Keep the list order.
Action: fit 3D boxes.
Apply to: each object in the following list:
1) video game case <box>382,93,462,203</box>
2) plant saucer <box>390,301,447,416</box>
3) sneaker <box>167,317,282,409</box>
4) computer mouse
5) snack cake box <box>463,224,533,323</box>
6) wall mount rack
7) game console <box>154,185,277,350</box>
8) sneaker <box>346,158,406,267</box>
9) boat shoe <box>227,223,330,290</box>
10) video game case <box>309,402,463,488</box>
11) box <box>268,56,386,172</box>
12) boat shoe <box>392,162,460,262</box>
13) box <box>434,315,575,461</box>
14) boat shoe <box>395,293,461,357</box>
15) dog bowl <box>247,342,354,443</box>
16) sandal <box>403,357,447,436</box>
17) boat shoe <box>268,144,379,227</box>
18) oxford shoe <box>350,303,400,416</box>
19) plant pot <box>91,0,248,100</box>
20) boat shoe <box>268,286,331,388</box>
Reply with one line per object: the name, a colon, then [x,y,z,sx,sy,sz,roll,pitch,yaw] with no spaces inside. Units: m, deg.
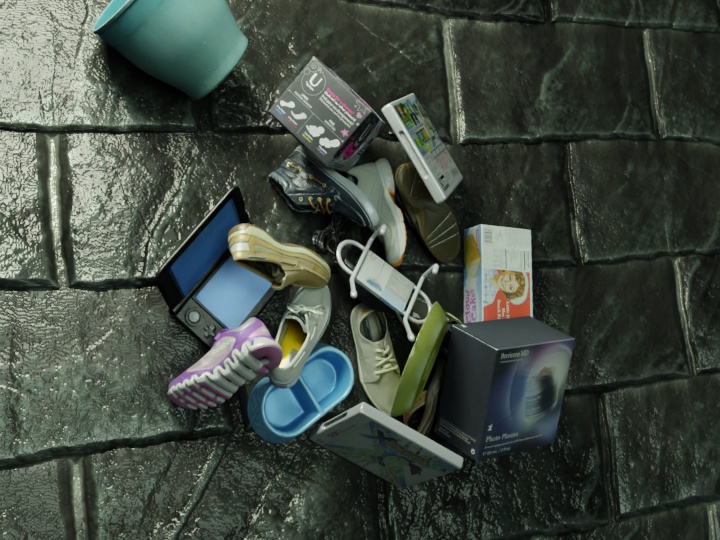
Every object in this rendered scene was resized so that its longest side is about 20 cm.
video game case: [0.113,-0.219,1.505,0.184,0.022,0.200,59,21,-6]
plant saucer: [0.102,0.151,1.408,0.031,0.201,0.203,21,71,11]
sneaker: [-0.214,0.141,1.334,0.198,0.089,0.081,-30,140,10]
computer mouse: [0.000,0.000,1.457,0.200,0.053,0.139,46,33,-2]
snack cake box: [0.255,0.024,1.586,0.113,0.067,0.205,5,80,-25]
wall mount rack: [0.046,0.026,1.375,0.199,0.074,0.175,36,50,-12]
game console: [-0.209,0.005,1.354,0.176,0.116,0.201,44,68,-12]
sneaker: [0.023,-0.096,1.496,0.090,0.076,0.204,-9,67,-9]
boat shoe: [-0.127,0.000,1.354,0.198,0.071,0.077,22,45,-35]
video game case: [0.038,0.288,1.387,0.198,0.182,0.022,31,55,-16]
box: [-0.046,-0.247,1.392,0.132,0.200,0.115,42,99,4]
boat shoe: [0.116,-0.108,1.544,0.071,0.066,0.203,-35,113,-8]
box: [0.247,0.197,1.469,0.197,0.122,0.203,-4,108,-36]
boat shoe: [0.148,0.106,1.528,0.200,0.060,0.072,39,70,-14]
dog bowl: [-0.093,0.201,1.413,0.199,0.049,0.113,-35,97,-24]
sandal: [0.105,0.236,1.485,0.054,0.082,0.203,17,63,10]
boat shoe: [-0.063,-0.120,1.441,0.200,0.071,0.091,41,73,19]
oxford shoe: [0.032,0.154,1.473,0.074,0.058,0.204,-16,90,-27]
plant pot: [-0.285,-0.383,1.349,0.188,0.198,0.202,43,67,-29]
boat shoe: [-0.100,0.084,1.385,0.073,0.087,0.204,20,57,9]
